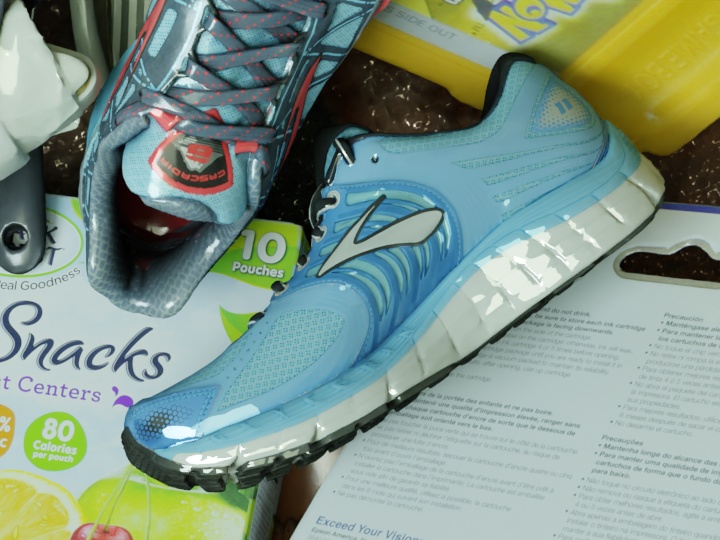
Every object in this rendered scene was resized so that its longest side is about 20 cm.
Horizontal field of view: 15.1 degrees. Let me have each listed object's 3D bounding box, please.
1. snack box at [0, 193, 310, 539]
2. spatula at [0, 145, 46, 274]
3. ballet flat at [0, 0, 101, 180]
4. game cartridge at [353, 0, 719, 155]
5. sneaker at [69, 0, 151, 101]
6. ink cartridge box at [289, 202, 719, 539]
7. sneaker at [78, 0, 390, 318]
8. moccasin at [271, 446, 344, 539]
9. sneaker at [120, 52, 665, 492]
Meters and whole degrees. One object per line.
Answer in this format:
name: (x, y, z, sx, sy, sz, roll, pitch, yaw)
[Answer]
snack box: (-0.124, 0.045, 0.961, 0.199, 0.053, 0.143, 7, 71, 11)
spatula: (-0.124, -0.096, 0.966, 0.056, 0.021, 0.201, -4, 74, 7)
ballet flat: (-0.112, -0.090, 0.890, 0.073, 0.073, 0.201, 14, 86, 4)
game cartridge: (0.058, -0.111, 0.877, 0.199, 0.033, 0.176, 23, 146, -19)
sneaker: (-0.067, -0.148, 0.949, 0.073, 0.071, 0.201, -2, 99, 7)
ink cartridge box: (0.084, 0.067, 0.897, 0.196, 0.200, 0.043, 7, 144, 39)
sneaker: (-0.037, -0.058, 0.855, 0.079, 0.096, 0.200, 18, 137, -8)
moccasin: (-0.014, 0.137, 0.984, 0.073, 0.078, 0.202, 7, 95, 8)
sneaker: (0.000, 0.000, 0.898, 0.200, 0.078, 0.090, -35, 86, -16)
